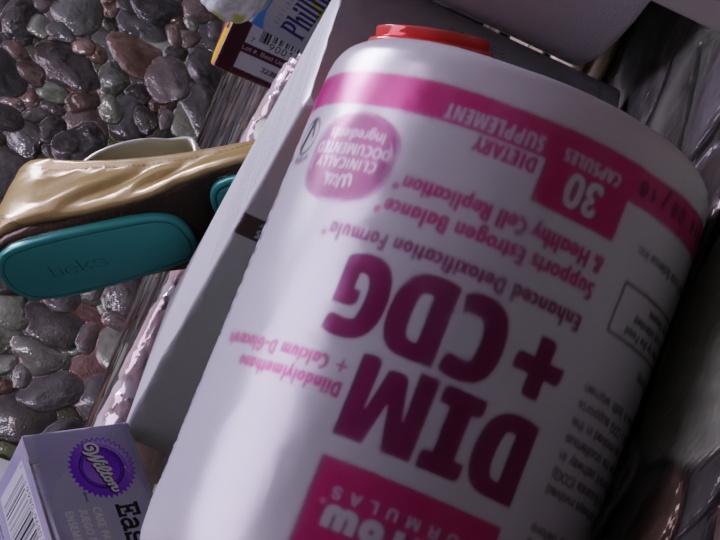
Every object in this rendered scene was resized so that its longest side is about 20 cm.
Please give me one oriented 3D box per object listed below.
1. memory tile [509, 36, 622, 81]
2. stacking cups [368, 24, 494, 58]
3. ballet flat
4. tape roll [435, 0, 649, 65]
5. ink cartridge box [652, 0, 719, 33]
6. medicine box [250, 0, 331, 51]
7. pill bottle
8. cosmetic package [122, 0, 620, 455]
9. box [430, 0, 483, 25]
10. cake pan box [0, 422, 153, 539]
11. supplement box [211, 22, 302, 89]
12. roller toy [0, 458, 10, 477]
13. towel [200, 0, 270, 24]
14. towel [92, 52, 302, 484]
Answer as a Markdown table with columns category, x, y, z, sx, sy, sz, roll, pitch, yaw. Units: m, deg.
| category | x | y | z | sx | sy | sz | roll | pitch | yaw |
| --- | --- | --- | --- | --- | --- | --- | --- | --- | --- |
| memory tile | 0.100 | -0.128 | 0.850 | 0.153 | 0.017 | 0.200 | -81 | 16 | -60 |
| stacking cups | 0.011 | 0.026 | 0.681 | 0.061 | 0.060 | 0.200 | -177 | 98 | -81 |
| ballet flat | -0.058 | -0.034 | 0.881 | 0.069 | 0.200 | 0.063 | 69 | -159 | -47 |
| tape roll | 0.057 | -0.189 | 0.748 | 0.203 | 0.139 | 0.203 | -157 | 90 | -81 |
| ink cartridge box | 0.121 | -0.118 | 0.335 | 0.067 | 0.116 | 0.200 | 135 | 159 | -69 |
| medicine box | 0.029 | -0.242 | 1.315 | 0.182 | 0.103 | 0.200 | 137 | 155 | -69 |
| pill bottle | 0.009 | 0.050 | 0.585 | 0.113 | 0.113 | 0.200 | 152 | 140 | -77 |
| cosmetic package | 0.000 | 0.000 | 0.799 | 0.081 | 0.113 | 0.200 | -74 | 10 | -46 |
| box | 0.057 | -0.219 | 1.002 | 0.149 | 0.107 | 0.200 | -65 | 5 | -15 |
| cake pan box | -0.109 | 0.182 | 0.838 | 0.184 | 0.052 | 0.200 | -57 | 48 | 46 |
| supplement box | -0.021 | -0.200 | 1.491 | 0.200 | 0.110 | 0.086 | -76 | 13 | -53 |
| roller toy | -0.289 | 0.260 | 1.814 | 0.182 | 0.140 | 0.200 | 100 | -170 | -78 |
| towel | -0.036 | -0.241 | 1.224 | 0.200 | 0.048 | 0.171 | -89 | 22 | -68 |
| towel | -0.038 | 0.010 | 1.001 | 0.200 | 0.032 | 0.191 | -63 | -20 | 3 |
